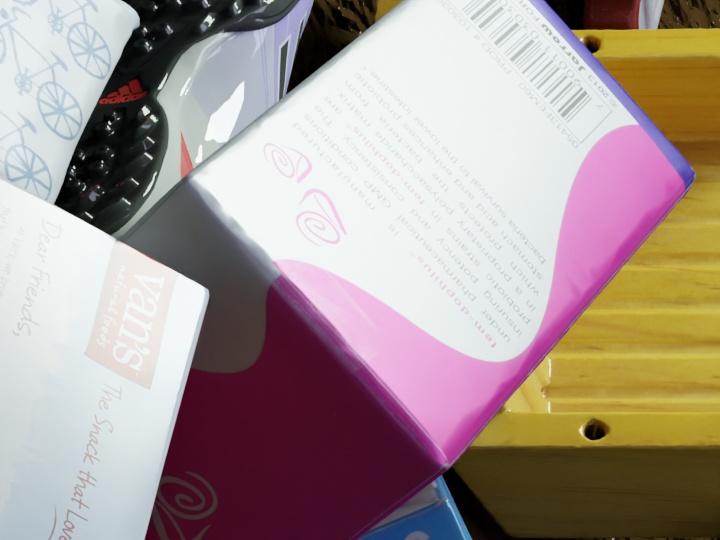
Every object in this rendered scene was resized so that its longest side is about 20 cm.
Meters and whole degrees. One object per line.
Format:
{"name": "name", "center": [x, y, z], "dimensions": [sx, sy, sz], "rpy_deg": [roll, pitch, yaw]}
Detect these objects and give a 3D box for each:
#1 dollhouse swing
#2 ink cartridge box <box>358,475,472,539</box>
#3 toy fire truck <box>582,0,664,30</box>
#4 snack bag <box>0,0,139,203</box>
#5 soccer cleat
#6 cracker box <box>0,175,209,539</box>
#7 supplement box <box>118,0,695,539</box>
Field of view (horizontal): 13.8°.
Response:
{"name": "dollhouse swing", "center": [0.101, -0.029, 1.123], "dimensions": [0.176, 0.182, 0.200], "rpy_deg": [83, 8, -53]}
{"name": "ink cartridge box", "center": [0.010, 0.169, 0.888], "dimensions": [0.068, 0.115, 0.200], "rpy_deg": [-116, -178, -77]}
{"name": "toy fire truck", "center": [0.125, -0.204, 1.359], "dimensions": [0.200, 0.112, 0.168], "rpy_deg": [-74, 162, -46]}
{"name": "snack bag", "center": [-0.129, -0.137, 0.899], "dimensions": [0.189, 0.021, 0.200], "rpy_deg": [51, 34, -26]}
{"name": "soccer cleat", "center": [-0.057, -0.041, 0.960], "dimensions": [0.200, 0.068, 0.073], "rpy_deg": [-66, 143, -49]}
{"name": "cracker box", "center": [-0.143, 0.020, 0.680], "dimensions": [0.200, 0.058, 0.134], "rpy_deg": [29, 44, -16]}
{"name": "supplement box", "center": [0.000, 0.000, 0.847], "dimensions": [0.101, 0.103, 0.200], "rpy_deg": [49, 34, -1]}
